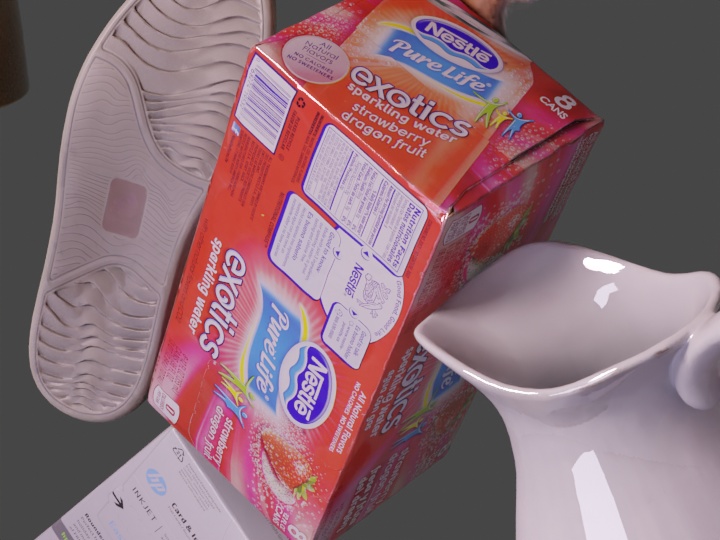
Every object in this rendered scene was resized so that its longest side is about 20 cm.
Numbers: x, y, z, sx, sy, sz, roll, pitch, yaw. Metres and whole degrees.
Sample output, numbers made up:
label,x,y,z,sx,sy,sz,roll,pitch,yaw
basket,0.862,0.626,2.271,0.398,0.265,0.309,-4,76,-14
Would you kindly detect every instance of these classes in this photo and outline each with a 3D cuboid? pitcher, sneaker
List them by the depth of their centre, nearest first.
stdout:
label,x,y,z,sx,sy,sz,roll,pitch,yaw
pitcher,0.121,0.093,0.679,0.171,0.121,0.201,2,120,51
sneaker,-0.081,-0.042,0.862,0.074,0.106,0.202,23,104,5

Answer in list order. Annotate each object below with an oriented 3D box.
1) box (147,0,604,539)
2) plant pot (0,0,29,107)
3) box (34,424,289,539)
label,x,y,z,sx,sy,sz,roll,pitch,yaw
box,0.000,0.000,0.777,0.100,0.095,0.201,42,138,20
plant pot,-0.233,-0.178,0.872,0.185,0.186,0.202,17,110,39
box,-0.080,0.167,1.012,0.157,0.041,0.200,55,142,4
